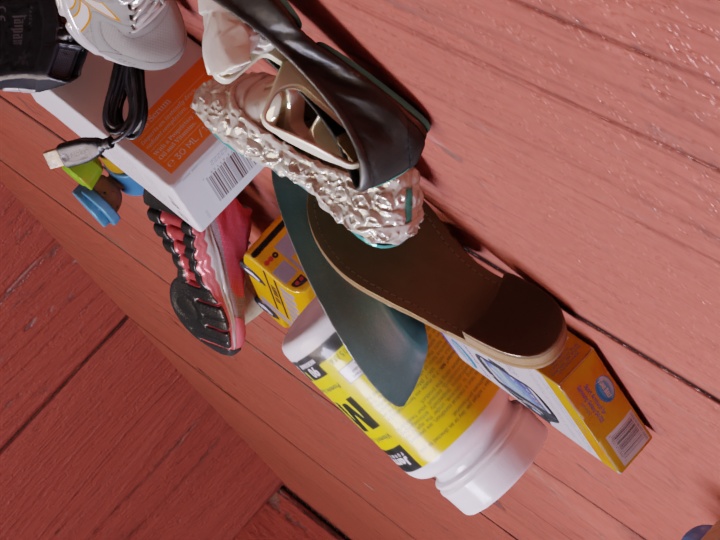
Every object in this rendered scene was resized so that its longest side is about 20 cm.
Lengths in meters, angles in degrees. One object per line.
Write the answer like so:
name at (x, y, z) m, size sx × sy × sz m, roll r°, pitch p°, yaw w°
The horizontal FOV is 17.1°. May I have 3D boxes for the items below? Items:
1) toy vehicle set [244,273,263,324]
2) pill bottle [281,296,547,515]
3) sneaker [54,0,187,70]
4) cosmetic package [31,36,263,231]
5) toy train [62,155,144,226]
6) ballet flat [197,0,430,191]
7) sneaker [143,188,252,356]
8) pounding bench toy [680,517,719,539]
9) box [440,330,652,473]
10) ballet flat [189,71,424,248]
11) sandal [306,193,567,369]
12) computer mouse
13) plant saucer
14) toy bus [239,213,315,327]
toy vehicle set at (-0.156, -0.048, 2.190) m, size 0.200 × 0.026 × 0.124 m, roll 55°, pitch -176°, yaw -11°
pill bottle at (0.045, 0.089, 1.872) m, size 0.200 × 0.114 × 0.114 m, roll 44°, pitch 171°, yaw -8°
sneaker at (-0.165, -0.195, 1.617) m, size 0.092 × 0.076 × 0.200 m, roll 29°, pitch 165°, yaw 41°
cosmetic package at (-0.160, -0.130, 1.796) m, size 0.200 × 0.101 × 0.071 m, roll 37°, pitch 168°, yaw 30°
toy train at (-0.209, -0.118, 2.010) m, size 0.085 × 0.116 × 0.200 m, roll 39°, pitch 170°, yaw 22°
ballet flat at (-0.047, -0.125, 1.428) m, size 0.200 × 0.068 × 0.068 m, roll 43°, pitch 171°, yaw 1°
sneaker at (-0.120, -0.015, 2.083) m, size 0.074 × 0.087 × 0.201 m, roll 24°, pitch 139°, yaw 40°
pounding bench toy at (0.274, 0.274, 1.695) m, size 0.156 × 0.124 × 0.200 m, roll 39°, pitch 170°, yaw 22°
box at (0.108, 0.054, 1.681) m, size 0.200 × 0.041 × 0.119 m, roll 38°, pitch 170°, yaw 43°
ballet flat at (-0.030, -0.091, 1.578) m, size 0.200 × 0.072 × 0.072 m, roll 36°, pitch 169°, yaw 28°
sandal at (0.050, 0.012, 1.613) m, size 0.211 × 0.078 × 0.070 m, roll 33°, pitch 162°, yaw 26°
computer mouse at (-0.231, -0.139, 1.759) m, size 0.199 × 0.141 × 0.046 m, roll -7°, pitch 170°, yaw 25°
plant saucer at (0.000, 0.000, 1.711) m, size 0.200 × 0.036 × 0.200 m, roll 59°, pitch -168°, yaw -20°
toy bus at (-0.050, 0.006, 2.061) m, size 0.078 × 0.065 × 0.200 m, roll 39°, pitch 170°, yaw 14°
